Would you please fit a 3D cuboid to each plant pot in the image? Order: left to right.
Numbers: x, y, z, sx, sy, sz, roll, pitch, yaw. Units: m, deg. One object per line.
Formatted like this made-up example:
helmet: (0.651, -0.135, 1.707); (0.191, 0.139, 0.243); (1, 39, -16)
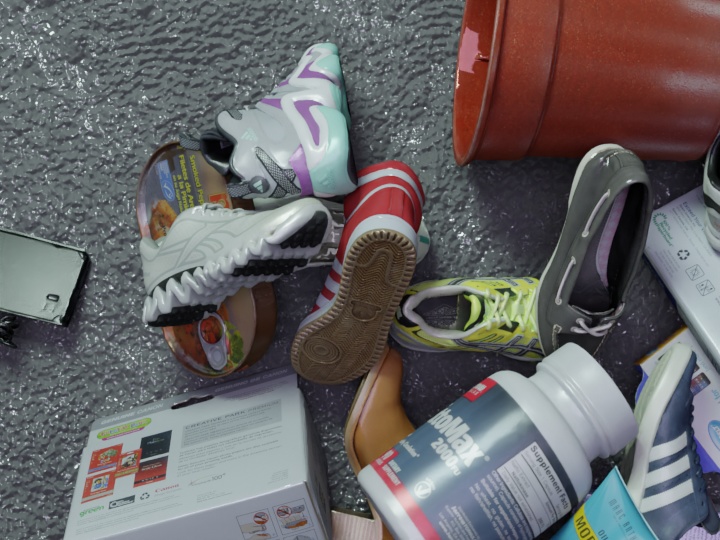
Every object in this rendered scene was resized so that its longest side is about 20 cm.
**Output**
plant pot: (0.186, -0.173, 0.996); (0.193, 0.201, 0.203); (6, 88, -4)

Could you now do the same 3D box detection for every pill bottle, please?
pill bottle: (0.108, 0.149, 0.960); (0.199, 0.120, 0.120); (-35, 86, -8)

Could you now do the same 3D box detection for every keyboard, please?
keyboard: (-0.345, 0.010, 1.102); (0.198, 0.040, 0.105); (14, 66, 5)

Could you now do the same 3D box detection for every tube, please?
tube: (0.168, 0.227, 0.955); (0.050, 0.200, 0.078); (-18, 65, -33)

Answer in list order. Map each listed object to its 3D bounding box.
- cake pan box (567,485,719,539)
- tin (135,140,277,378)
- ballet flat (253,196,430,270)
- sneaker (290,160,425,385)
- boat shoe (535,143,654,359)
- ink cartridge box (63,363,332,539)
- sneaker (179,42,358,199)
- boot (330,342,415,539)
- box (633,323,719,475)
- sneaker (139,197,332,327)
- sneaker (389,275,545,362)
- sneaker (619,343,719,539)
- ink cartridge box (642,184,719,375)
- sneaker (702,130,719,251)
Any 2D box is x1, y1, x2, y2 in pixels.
cake pan box: (0.255, 0.291, 1.036); (0.182, 0.052, 0.202); (6, 88, 6)
tin: (-0.130, -0.011, 1.054); (0.111, 0.042, 0.202); (-15, 87, 40)
ballet flat: (-0.039, -0.031, 1.059); (0.198, 0.069, 0.070); (1, 88, 4)
sneaker: (0.000, 0.000, 1.007); (0.071, 0.201, 0.113); (19, 45, -11)
boat shoe: (0.183, 0.002, 0.972); (0.066, 0.057, 0.202); (-2, 118, -18)
ink cartridge box: (-0.130, 0.178, 1.034); (0.198, 0.176, 0.084); (-15, 118, 4)
sneaker: (-0.078, -0.120, 1.008); (0.138, 0.201, 0.078); (-9, 121, 2)
boot: (0.059, 0.169, 1.041); (0.154, 0.077, 0.202); (10, 87, 3)
box: (0.327, 0.079, 1.044); (0.199, 0.041, 0.119); (-38, 85, 4)
sneaker: (-0.107, -0.021, 0.975); (0.199, 0.075, 0.082); (-25, 73, 35)
sneaker: (0.120, 0.041, 1.041); (0.198, 0.076, 0.076); (-5, 86, 1)
sneaker: (0.252, 0.162, 0.990); (0.084, 0.075, 0.202); (16, 89, 8)
ink cartridge box: (0.350, -0.005, 0.999); (0.199, 0.043, 0.197); (-28, 54, 3)
sneaker: (0.323, -0.114, 1.003); (0.073, 0.080, 0.201); (5, 61, 27)
